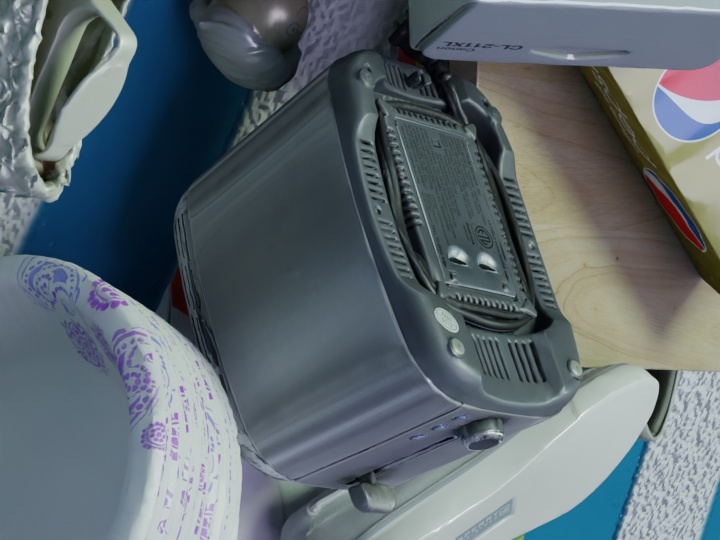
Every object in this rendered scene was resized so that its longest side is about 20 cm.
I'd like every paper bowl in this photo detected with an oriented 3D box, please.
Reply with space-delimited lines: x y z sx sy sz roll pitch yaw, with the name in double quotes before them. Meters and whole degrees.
"paper bowl" -0.137 0.102 1.097 0.201 0.201 0.104 -56 140 0

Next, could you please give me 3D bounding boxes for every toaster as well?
"toaster" 0.000 0.000 1.137 0.129 0.201 0.113 -33 152 33

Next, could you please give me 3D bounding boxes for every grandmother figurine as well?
"grandmother figurine" -0.033 -0.169 1.125 0.121 0.060 0.201 -20 130 -46

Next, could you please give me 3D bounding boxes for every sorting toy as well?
"sorting toy" 0.097 -0.053 1.288 0.200 0.069 0.200 4 88 -45

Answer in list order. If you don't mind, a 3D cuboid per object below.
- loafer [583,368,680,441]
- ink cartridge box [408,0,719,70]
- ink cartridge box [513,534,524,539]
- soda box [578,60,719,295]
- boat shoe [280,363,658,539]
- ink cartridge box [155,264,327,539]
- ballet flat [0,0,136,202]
"loafer" 0.159 -0.001 1.430 0.070 0.070 0.201 -19 128 -36
"ink cartridge box" 0.097 -0.193 1.112 0.145 0.083 0.201 1 80 -18
"ink cartridge box" 0.015 0.067 1.325 0.148 0.076 0.201 -21 131 -35
"soda box" 0.157 -0.072 1.237 0.064 0.068 0.200 -35 120 -3
"boat shoe" 0.051 0.091 1.221 0.200 0.068 0.072 -35 147 -23
"ink cartridge box" -0.035 0.073 1.223 0.162 0.057 0.200 33 80 -28
"ballet flat" -0.108 -0.117 1.083 0.072 0.072 0.200 10 108 -48
